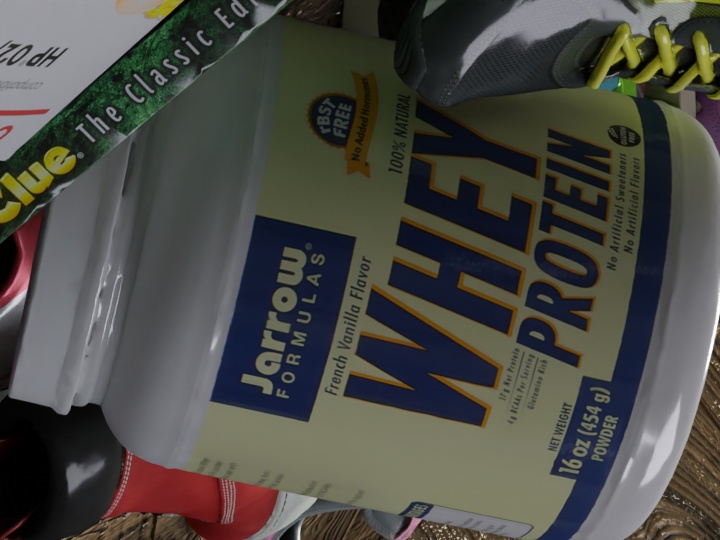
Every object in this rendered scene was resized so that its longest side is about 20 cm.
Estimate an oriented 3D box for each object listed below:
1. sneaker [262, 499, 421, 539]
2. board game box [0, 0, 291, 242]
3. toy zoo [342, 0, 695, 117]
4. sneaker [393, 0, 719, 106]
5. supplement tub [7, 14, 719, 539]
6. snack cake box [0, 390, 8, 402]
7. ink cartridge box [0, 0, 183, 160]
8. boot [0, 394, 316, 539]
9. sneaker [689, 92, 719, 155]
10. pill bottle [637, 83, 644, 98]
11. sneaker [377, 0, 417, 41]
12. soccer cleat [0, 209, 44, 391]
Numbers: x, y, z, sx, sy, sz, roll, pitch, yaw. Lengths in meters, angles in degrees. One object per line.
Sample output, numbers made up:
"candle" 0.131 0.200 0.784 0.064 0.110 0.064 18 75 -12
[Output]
"sneaker" 0.026 0.066 1.116 0.199 0.082 0.070 -24 180 26
"board game box" -0.067 -0.068 0.714 0.200 0.023 0.105 -39 -155 11
"toy zoo" 0.054 -0.085 0.965 0.200 0.020 0.132 -28 124 -39
"sneaker" 0.107 -0.082 0.769 0.199 0.085 0.075 -22 165 -16
"supplement tub" 0.000 0.000 0.821 0.199 0.146 0.145 12 157 -8
"snack cake box" -0.108 0.035 1.069 0.115 0.067 0.200 -42 168 36
"ink cartridge box" -0.085 -0.085 0.608 0.200 0.068 0.115 -39 169 18
"boot" -0.084 0.071 0.965 0.144 0.073 0.200 -25 163 -19
"sneaker" 0.149 -0.116 1.072 0.201 0.114 0.073 -60 -178 8
"pill bottle" 0.032 -0.038 1.066 0.200 0.114 0.114 -24 164 -50
"sneaker" 0.103 -0.103 0.888 0.199 0.074 0.080 -19 168 6
"soccer cleat" -0.176 0.039 0.908 0.200 0.068 0.073 -36 151 5
